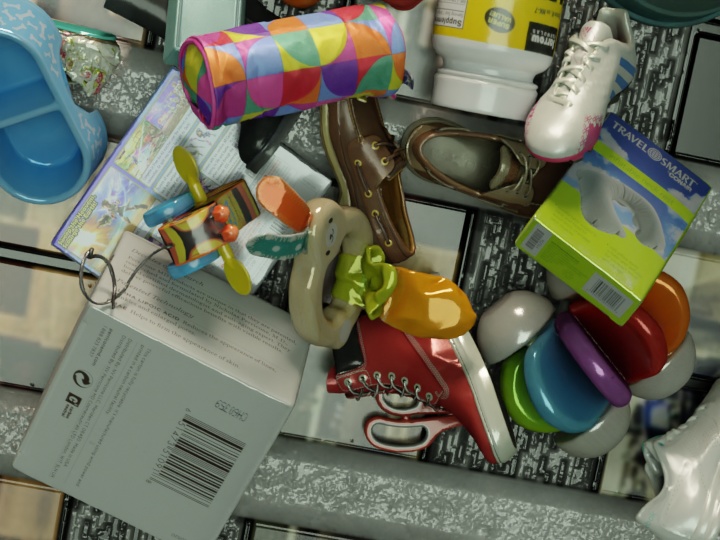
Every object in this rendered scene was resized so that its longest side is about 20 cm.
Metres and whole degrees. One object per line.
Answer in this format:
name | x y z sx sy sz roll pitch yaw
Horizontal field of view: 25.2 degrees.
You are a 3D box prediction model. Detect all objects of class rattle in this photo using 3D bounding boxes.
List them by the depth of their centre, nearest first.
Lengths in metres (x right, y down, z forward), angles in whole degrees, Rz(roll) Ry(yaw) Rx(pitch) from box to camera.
rattle | 0.000 0.000 1.368 0.142 0.201 0.130 32 70 28

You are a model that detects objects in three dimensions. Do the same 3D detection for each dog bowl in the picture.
dog bowl | -0.299 -0.144 1.419 0.110 0.050 0.201 -16 123 10

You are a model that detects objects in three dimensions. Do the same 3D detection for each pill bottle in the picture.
pill bottle | 0.126 -0.242 1.454 0.113 0.114 0.203 9 97 -6

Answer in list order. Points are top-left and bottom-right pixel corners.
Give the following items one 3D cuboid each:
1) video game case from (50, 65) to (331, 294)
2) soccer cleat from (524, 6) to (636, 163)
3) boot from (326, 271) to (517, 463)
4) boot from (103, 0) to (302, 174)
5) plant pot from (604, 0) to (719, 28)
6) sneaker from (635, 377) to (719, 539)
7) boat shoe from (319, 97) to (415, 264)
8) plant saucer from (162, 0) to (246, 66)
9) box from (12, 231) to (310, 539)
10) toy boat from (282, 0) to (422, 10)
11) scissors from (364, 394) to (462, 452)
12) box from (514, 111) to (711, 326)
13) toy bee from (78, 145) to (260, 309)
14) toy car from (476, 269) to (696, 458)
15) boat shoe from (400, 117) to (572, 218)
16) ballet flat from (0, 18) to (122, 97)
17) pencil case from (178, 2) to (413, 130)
video game case | -0.156 -0.056 1.487 0.181 0.045 0.201 36 93 -10
soccer cleat | 0.195 -0.171 1.439 0.069 0.200 0.087 11 126 22
boot | 0.050 0.114 1.479 0.143 0.073 0.201 -27 57 0
boot | -0.138 -0.196 1.428 0.199 0.166 0.066 34 137 -12
plant pot | 0.303 -0.316 1.419 0.197 0.196 0.203 -1 99 -5
sneaker | 0.308 0.167 1.507 0.088 0.201 0.076 18 138 9
boat shoe | 0.012 -0.102 1.474 0.067 0.072 0.203 -1 105 31
plant saucer | -0.132 -0.268 1.421 0.069 0.019 0.202 8 65 -13
box | -0.174 0.111 1.433 0.198 0.131 0.200 27 119 -7
toy boat | -0.032 -0.292 1.438 0.199 0.131 0.131 38 116 -9
scissors | 0.102 0.143 1.556 0.197 0.014 0.074 5 90 -9
box | 0.234 -0.056 1.451 0.121 0.048 0.200 37 49 3
toy bee | -0.131 -0.029 1.365 0.108 0.201 0.131 -18 123 35
toy car | 0.218 0.073 1.484 0.200 0.150 0.175 -40 99 -2
boat shoe | 0.134 -0.090 1.496 0.197 0.072 0.077 11 97 -7
ballet flat | -0.313 -0.205 1.440 0.198 0.076 0.065 17 104 -5
pencil case | -0.054 -0.171 1.369 0.198 0.088 0.090 -11 99 -24
